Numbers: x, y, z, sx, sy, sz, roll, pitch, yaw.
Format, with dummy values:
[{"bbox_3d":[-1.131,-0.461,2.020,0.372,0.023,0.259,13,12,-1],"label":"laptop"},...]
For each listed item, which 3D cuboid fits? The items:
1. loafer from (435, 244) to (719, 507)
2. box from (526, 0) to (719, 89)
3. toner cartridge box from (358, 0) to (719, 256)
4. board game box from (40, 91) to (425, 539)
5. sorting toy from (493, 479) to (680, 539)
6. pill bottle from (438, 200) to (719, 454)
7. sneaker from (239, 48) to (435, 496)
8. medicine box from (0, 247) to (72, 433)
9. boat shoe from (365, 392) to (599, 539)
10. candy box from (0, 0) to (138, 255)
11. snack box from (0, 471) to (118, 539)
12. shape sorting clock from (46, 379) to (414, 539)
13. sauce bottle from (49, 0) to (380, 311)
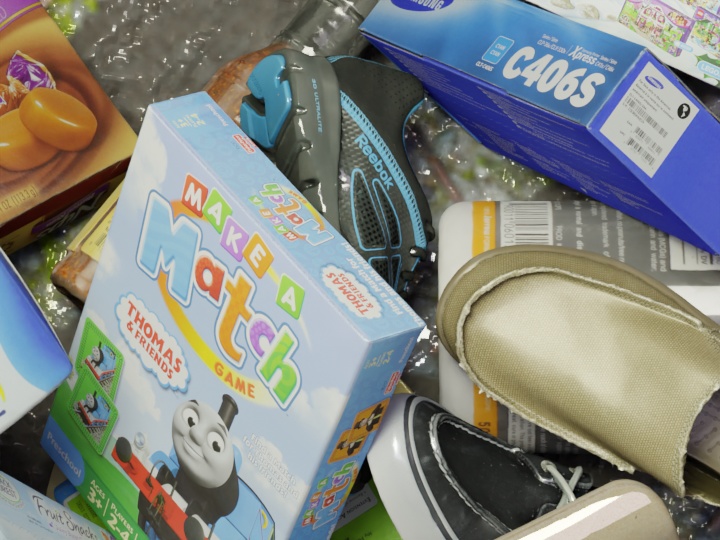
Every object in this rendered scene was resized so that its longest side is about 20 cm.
[{"bbox_3d":[0.126,0.049,0.963,0.200,0.067,0.076,22,100,-1],"label":"loafer"},{"bbox_3d":[0.108,-0.174,1.002,0.200,0.039,0.137,25,101,4],"label":"box"},{"bbox_3d":[0.085,-0.074,1.021,0.095,0.200,0.043,41,85,-32],"label":"toner cartridge box"},{"bbox_3d":[-0.060,0.050,0.989,0.037,0.200,0.151,-16,50,-40],"label":"board game box"},{"bbox_3d":[0.070,0.197,1.006,0.185,0.200,0.036,-26,41,-1],"label":"sorting toy"},{"bbox_3d":[0.135,0.025,1.052,0.200,0.116,0.117,0,81,3],"label":"pill bottle"},{"bbox_3d":[0.000,0.000,1.045,0.082,0.073,0.200,0,85,-29],"label":"sneaker"},{"bbox_3d":[-0.244,0.056,0.953,0.200,0.182,0.103,-39,105,-21],"label":"medicine box"},{"bbox_3d":[0.077,0.110,1.008,0.068,0.200,0.072,-22,41,27],"label":"boat shoe"},{"bbox_3d":[-0.207,-0.100,1.097,0.117,0.056,0.200,-31,79,-31],"label":"candy box"},{"bbox_3d":[-0.201,0.171,1.002,0.200,0.169,0.068,-30,63,7],"label":"snack box"},{"bbox_3d":[-0.050,0.122,1.084,0.200,0.039,0.200,-2,79,13],"label":"shape sorting clock"},{"bbox_3d":[-0.060,-0.053,1.099,0.066,0.066,0.200,39,81,8],"label":"sauce bottle"}]
